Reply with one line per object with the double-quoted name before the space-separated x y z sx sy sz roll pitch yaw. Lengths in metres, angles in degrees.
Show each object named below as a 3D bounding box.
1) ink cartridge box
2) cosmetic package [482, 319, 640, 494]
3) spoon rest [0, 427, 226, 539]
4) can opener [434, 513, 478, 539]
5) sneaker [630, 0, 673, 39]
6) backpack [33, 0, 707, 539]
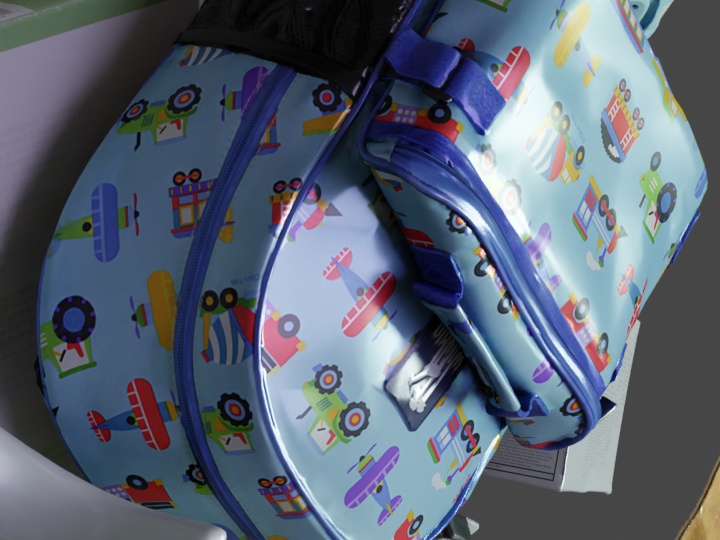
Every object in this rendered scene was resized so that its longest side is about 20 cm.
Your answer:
"ink cartridge box" -0.102 0.013 0.772 0.145 0.048 0.201 -28 123 -55
"cosmetic package" 0.081 0.050 1.057 0.200 0.050 0.083 28 74 -78
"spoon rest" -0.132 0.039 0.668 0.200 0.061 0.100 35 79 -26
"can opener" -0.013 0.082 0.962 0.200 0.052 0.067 30 37 -61
"sneaker" 0.104 -0.111 1.073 0.074 0.082 0.200 -61 145 -31
"backpack" 0.000 0.000 0.768 0.200 0.134 0.183 -57 139 -29
